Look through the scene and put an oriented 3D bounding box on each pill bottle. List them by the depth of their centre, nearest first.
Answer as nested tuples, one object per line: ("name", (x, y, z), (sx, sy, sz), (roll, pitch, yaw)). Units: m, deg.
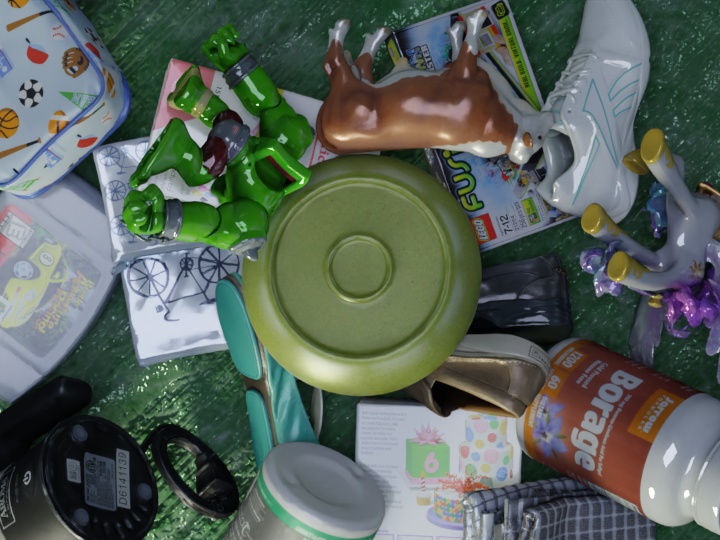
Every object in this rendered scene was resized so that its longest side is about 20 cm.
("pill bottle", (0.234, 0.139, 1.611), (0.199, 0.112, 0.113), (24, 95, 37))
("pill bottle", (-0.068, 0.254, 1.660), (0.112, 0.113, 0.201), (28, 115, 3))

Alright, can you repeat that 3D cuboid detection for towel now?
("towel", (0.172, 0.276, 1.642), (0.164, 0.085, 0.202), (-1, 93, -34))

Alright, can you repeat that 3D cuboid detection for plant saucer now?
("plant saucer", (0.000, 0.000, 1.601), (0.198, 0.031, 0.202), (-1, 79, 3))

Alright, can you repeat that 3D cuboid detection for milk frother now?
("milk frother", (-0.234, 0.210, 1.691), (0.199, 0.182, 0.188), (35, 134, -25))

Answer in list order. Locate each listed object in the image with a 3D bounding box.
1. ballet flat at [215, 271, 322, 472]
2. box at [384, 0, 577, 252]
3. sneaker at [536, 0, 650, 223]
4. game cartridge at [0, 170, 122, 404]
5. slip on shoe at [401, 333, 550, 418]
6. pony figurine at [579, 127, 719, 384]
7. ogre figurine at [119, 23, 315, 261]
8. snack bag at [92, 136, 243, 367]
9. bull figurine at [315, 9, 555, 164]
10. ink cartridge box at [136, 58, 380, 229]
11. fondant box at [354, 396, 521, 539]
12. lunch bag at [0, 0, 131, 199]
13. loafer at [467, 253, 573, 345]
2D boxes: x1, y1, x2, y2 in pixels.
("ballet flat", (-0.072, 0.087, 1.690), (0.070, 0.067, 0.202), (-22, 109, -28))
("box", (0.105, -0.123, 1.676), (0.109, 0.035, 0.202), (-20, 91, -14))
("sneaker", (0.193, -0.143, 1.647), (0.079, 0.070, 0.203), (7, 83, -27))
("game cartridge", (-0.289, 0.010, 1.730), (0.133, 0.041, 0.201), (35, 95, -1))
("slip on shoe", (0.067, 0.090, 1.642), (0.198, 0.076, 0.061), (2, 62, 37))
("pony figurine", (0.268, -0.005, 1.613), (0.199, 0.166, 0.195), (20, 84, -40))
("ogre figurine", (-0.107, -0.090, 1.572), (0.119, 0.201, 0.098), (34, 127, -16))
("snack bag", (-0.126, -0.025, 1.704), (0.186, 0.021, 0.202), (-9, 92, -7))
("bull figurine", (0.060, -0.145, 1.610), (0.198, 0.065, 0.123), (-2, 84, 3))
("ink cartridge box", (-0.081, -0.095, 1.665), (0.198, 0.067, 0.118), (14, 88, -8))
("fondant box", (0.066, 0.213, 1.697), (0.143, 0.058, 0.202), (2, 93, 5))
("lunch bag", (-0.303, -0.171, 1.687), (0.160, 0.075, 0.201), (-41, 72, 11))
("loafer", (0.083, 0.025, 1.690), (0.198, 0.073, 0.073), (-1, 69, 3))
